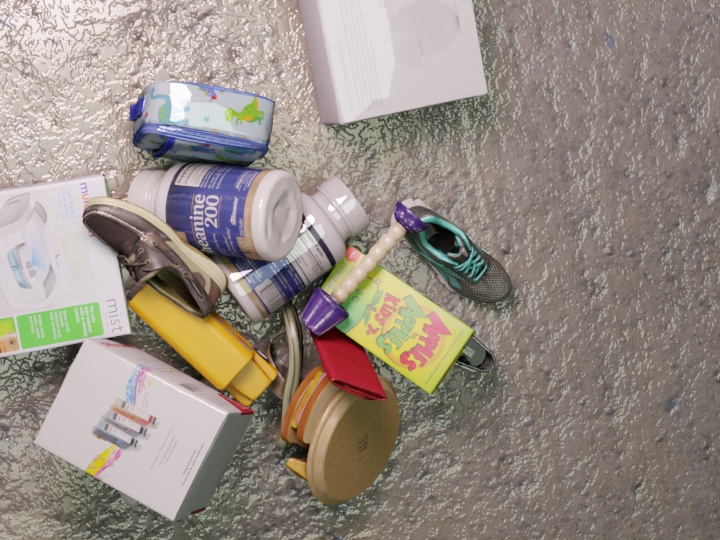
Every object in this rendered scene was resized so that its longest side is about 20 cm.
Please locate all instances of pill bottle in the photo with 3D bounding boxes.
[{"bbox_3d":[-0.181,-0.075,1.454,0.200,0.111,0.111,7,97,23],"label":"pill bottle"},{"bbox_3d":[-0.090,-0.032,1.533,0.200,0.111,0.111,-37,104,-8],"label":"pill bottle"}]

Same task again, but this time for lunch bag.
[{"bbox_3d":[-0.197,-0.176,1.441,0.160,0.200,0.083,10,87,-17],"label":"lunch bag"}]

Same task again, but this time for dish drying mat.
[{"bbox_3d":[-0.020,0.116,1.524,0.077,0.200,0.018,22,103,-17],"label":"dish drying mat"}]

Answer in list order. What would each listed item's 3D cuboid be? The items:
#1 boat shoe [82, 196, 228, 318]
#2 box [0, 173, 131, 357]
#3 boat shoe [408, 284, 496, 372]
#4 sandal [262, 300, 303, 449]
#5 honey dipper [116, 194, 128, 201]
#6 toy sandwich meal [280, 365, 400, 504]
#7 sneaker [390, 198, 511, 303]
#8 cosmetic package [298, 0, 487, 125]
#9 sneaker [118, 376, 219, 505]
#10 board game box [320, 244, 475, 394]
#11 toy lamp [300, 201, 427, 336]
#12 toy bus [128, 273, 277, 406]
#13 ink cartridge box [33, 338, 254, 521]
[{"bbox_3d":[-0.247,-0.014,1.413,0.200,0.073,0.065,33,50,-21],"label":"boat shoe"},{"bbox_3d":[-0.387,-0.008,1.467,0.176,0.097,0.201,-9,98,-11],"label":"box"},{"bbox_3d":[0.098,0.082,1.617,0.199,0.068,0.074,38,86,-14],"label":"boat shoe"},{"bbox_3d":[-0.107,0.138,1.570,0.057,0.080,0.202,5,96,-1],"label":"sandal"},{"bbox_3d":[-0.271,-0.001,1.529,0.038,0.038,0.200,-21,104,-11],"label":"honey dipper"},{"bbox_3d":[-0.027,0.217,1.583,0.205,0.070,0.206,-29,129,-43],"label":"toy sandwich meal"},{"bbox_3d":[0.129,-0.018,1.602,0.200,0.091,0.078,35,88,-16],"label":"sneaker"},{"bbox_3d":[0.036,-0.303,1.526,0.200,0.123,0.200,-13,100,-14],"label":"cosmetic package"},{"bbox_3d":[-0.259,0.208,1.542,0.081,0.075,0.200,41,85,-7],"label":"sneaker"},{"bbox_3d":[0.041,0.065,1.566,0.200,0.048,0.102,35,90,11],"label":"board game box"},{"bbox_3d":[0.000,0.000,1.528,0.058,0.058,0.200,41,89,-16],"label":"toy lamp"},{"bbox_3d":[-0.197,0.087,1.501,0.200,0.078,0.065,43,90,-4],"label":"toy bus"},{"bbox_3d":[-0.260,0.188,1.440,0.200,0.145,0.145,27,89,10],"label":"ink cartridge box"}]
